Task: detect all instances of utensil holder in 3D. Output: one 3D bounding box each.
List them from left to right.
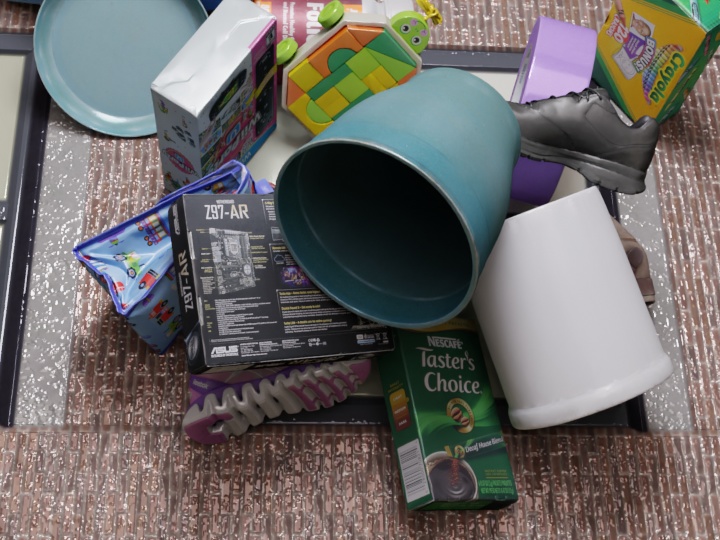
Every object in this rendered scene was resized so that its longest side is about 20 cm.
[{"bbox_3d":[0.198,0.035,1.125,0.169,0.170,0.201,-21,91,-15],"label":"utensil holder"}]

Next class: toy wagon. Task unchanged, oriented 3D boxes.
[{"bbox_3d":[0.005,-0.228,1.247,0.200,0.155,0.040,-34,32,22],"label":"toy wagon"}]

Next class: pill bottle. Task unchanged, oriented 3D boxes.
[{"bbox_3d":[-0.041,-0.271,1.309,0.199,0.114,0.115,1,65,-4],"label":"pill bottle"}]

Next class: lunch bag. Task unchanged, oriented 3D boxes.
[{"bbox_3d":[-0.168,-0.025,1.141,0.200,0.151,0.094,-38,73,-9],"label":"lunch bag"}]

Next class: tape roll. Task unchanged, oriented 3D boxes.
[{"bbox_3d":[0.200,-0.174,1.240,0.065,0.200,0.201,15,64,2],"label":"tape roll"}]

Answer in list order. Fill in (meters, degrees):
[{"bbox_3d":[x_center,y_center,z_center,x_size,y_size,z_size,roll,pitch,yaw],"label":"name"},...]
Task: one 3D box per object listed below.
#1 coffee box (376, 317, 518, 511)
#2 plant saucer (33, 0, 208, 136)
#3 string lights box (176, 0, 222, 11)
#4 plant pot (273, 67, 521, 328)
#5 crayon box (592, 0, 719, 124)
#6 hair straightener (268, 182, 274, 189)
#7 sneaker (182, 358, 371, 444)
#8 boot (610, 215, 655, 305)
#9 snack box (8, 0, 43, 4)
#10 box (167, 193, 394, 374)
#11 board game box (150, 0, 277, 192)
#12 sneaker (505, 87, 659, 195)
[{"bbox_3d":[0.084,0.141,1.137,0.123,0.044,0.201,10,59,-37],"label":"coffee box"},{"bbox_3d":[-0.264,-0.251,1.263,0.199,0.201,0.027,-3,22,-7],"label":"plant saucer"},{"bbox_3d":[-0.194,-0.348,1.297,0.199,0.059,0.103,-4,52,36],"label":"string lights box"},{"bbox_3d":[0.053,-0.082,1.029,0.200,0.200,0.188,31,48,9],"label":"plant pot"},{"bbox_3d":[0.342,-0.265,1.297,0.058,0.200,0.119,-33,72,-20],"label":"crayon box"},{"bbox_3d":[-0.033,-0.031,1.247,0.199,0.041,0.077,21,79,-2],"label":"hair straightener"},{"bbox_3d":[-0.090,0.103,1.138,0.199,0.081,0.089,-18,56,3],"label":"sneaker"},{"bbox_3d":[0.222,0.012,1.234,0.199,0.070,0.147,-26,81,-5],"label":"boot"},{"bbox_3d":[-0.328,-0.405,1.335,0.168,0.068,0.200,13,59,31],"label":"snack box"},{"bbox_3d":[-0.073,0.009,1.058,0.199,0.043,0.161,-3,77,-31],"label":"box"},{"bbox_3d":[-0.152,-0.175,1.205,0.064,0.200,0.148,32,66,9],"label":"board game box"},{"bbox_3d":[0.201,-0.145,1.112,0.199,0.076,0.091,18,105,-9],"label":"sneaker"}]
